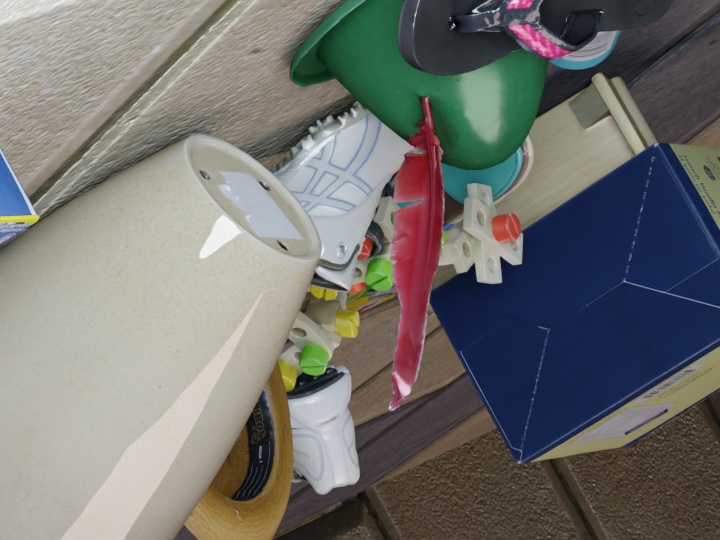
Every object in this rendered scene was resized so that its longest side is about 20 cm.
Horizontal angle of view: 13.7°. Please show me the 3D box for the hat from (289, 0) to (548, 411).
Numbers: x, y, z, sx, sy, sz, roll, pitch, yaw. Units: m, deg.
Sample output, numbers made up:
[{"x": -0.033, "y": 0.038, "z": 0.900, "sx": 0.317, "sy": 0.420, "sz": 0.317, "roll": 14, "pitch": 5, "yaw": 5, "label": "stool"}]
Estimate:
[{"x": 0.071, "y": -0.066, "z": 1.527, "sx": 0.166, "sy": 0.176, "sz": 0.200, "roll": -25, "pitch": 171, "yaw": -26, "label": "hat"}]

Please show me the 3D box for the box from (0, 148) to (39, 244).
[{"x": -0.212, "y": -0.029, "z": 1.209, "sx": 0.070, "sy": 0.064, "sz": 0.200, "roll": -32, "pitch": 172, "yaw": 19, "label": "box"}]

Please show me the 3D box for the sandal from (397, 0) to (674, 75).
[{"x": 0.099, "y": -0.138, "z": 1.463, "sx": 0.200, "sy": 0.045, "sz": 0.075, "roll": -15, "pitch": 120, "yaw": -40, "label": "sandal"}]

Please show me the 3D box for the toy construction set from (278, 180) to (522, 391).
[{"x": 0.000, "y": 0.000, "z": 1.862, "sx": 0.200, "sy": 0.092, "sz": 0.131, "roll": -22, "pitch": 130, "yaw": 21, "label": "toy construction set"}]

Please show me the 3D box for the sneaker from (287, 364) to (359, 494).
[{"x": -0.049, "y": 0.102, "z": 2.014, "sx": 0.075, "sy": 0.081, "sz": 0.200, "roll": -22, "pitch": -168, "yaw": -11, "label": "sneaker"}]

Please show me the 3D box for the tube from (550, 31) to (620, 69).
[{"x": 0.131, "y": -0.166, "z": 1.597, "sx": 0.077, "sy": 0.050, "sz": 0.200, "roll": -41, "pitch": 171, "yaw": -17, "label": "tube"}]

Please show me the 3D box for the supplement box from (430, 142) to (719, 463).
[{"x": 0.192, "y": 0.022, "z": 2.033, "sx": 0.200, "sy": 0.134, "sz": 0.200, "roll": -33, "pitch": 166, "yaw": 23, "label": "supplement box"}]

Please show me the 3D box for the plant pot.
[{"x": -0.117, "y": 0.031, "z": 1.574, "sx": 0.200, "sy": 0.187, "sz": 0.187, "roll": -47, "pitch": 166, "yaw": 20, "label": "plant pot"}]

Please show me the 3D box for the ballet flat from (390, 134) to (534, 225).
[{"x": 0.060, "y": -0.066, "z": 1.928, "sx": 0.069, "sy": 0.070, "sz": 0.200, "roll": -23, "pitch": 171, "yaw": -37, "label": "ballet flat"}]

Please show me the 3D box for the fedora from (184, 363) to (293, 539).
[{"x": -0.115, "y": 0.081, "z": 1.781, "sx": 0.082, "sy": 0.201, "sz": 0.201, "roll": -17, "pitch": 178, "yaw": 25, "label": "fedora"}]

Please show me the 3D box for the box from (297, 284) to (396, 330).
[{"x": -0.066, "y": 0.030, "z": 2.029, "sx": 0.200, "sy": 0.048, "sz": 0.117, "roll": -23, "pitch": 175, "yaw": 22, "label": "box"}]

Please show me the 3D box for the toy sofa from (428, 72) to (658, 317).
[{"x": 0.113, "y": -0.051, "z": 2.083, "sx": 0.200, "sy": 0.083, "sz": 0.098, "roll": -30, "pitch": 170, "yaw": 9, "label": "toy sofa"}]

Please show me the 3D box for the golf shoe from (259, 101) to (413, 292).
[{"x": -0.019, "y": -0.034, "z": 1.708, "sx": 0.200, "sy": 0.097, "sz": 0.078, "roll": -27, "pitch": 170, "yaw": -22, "label": "golf shoe"}]
